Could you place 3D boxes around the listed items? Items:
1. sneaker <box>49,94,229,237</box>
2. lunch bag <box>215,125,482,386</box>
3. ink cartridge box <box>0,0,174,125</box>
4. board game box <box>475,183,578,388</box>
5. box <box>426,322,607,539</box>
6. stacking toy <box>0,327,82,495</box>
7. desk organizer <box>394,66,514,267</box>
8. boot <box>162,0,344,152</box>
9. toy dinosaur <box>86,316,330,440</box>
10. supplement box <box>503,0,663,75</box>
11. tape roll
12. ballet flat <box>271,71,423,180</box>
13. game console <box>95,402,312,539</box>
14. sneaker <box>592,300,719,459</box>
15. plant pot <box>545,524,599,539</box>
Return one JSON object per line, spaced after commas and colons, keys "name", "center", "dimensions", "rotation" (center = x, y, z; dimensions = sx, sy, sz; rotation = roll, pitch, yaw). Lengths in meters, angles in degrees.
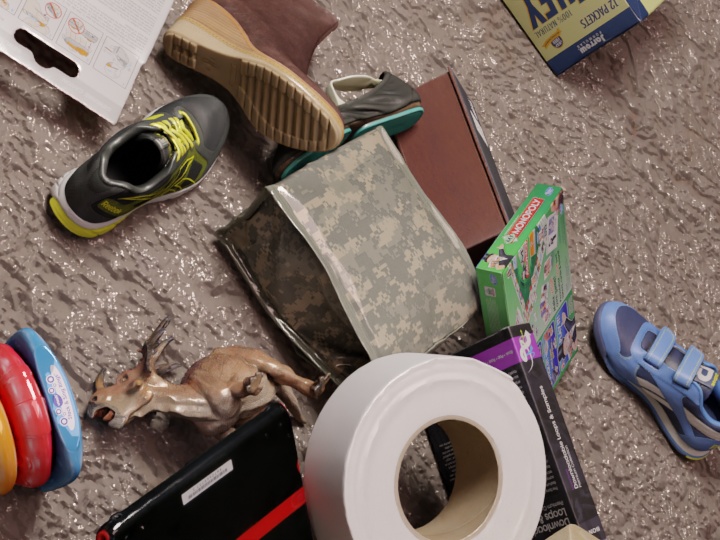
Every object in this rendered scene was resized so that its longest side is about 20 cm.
{"name": "sneaker", "center": [-0.167, -0.095, 1.252], "dimensions": [0.075, 0.084, 0.200], "rotation": [52, 49, -7]}
{"name": "lunch bag", "center": [0.000, 0.000, 1.318], "dimensions": [0.164, 0.117, 0.201], "rotation": [-33, 87, -43]}
{"name": "ink cartridge box", "center": [-0.249, -0.235, 1.282], "dimensions": [0.160, 0.050, 0.201], "rotation": [32, 58, -23]}
{"name": "board game box", "center": [0.160, 0.039, 1.406], "dimensions": [0.135, 0.029, 0.201], "rotation": [-50, 141, -40]}
{"name": "box", "center": [0.127, 0.163, 1.326], "dimensions": [0.036, 0.143, 0.202], "rotation": [-8, 76, -41]}
{"name": "stacking toy", "center": [-0.305, 0.123, 1.050], "dimensions": [0.199, 0.110, 0.117], "rotation": [-16, 83, -30]}
{"name": "desk organizer", "center": [0.093, -0.090, 1.455], "dimensions": [0.072, 0.076, 0.201], "rotation": [48, 21, -56]}
{"name": "boot", "center": [-0.062, -0.199, 1.354], "dimensions": [0.199, 0.073, 0.166], "rotation": [34, 43, 14]}
{"name": "toy dinosaur", "center": [-0.114, 0.091, 1.220], "dimensions": [0.199, 0.135, 0.087], "rotation": [0, 113, -59]}
{"name": "supplement box", "center": [0.252, -0.365, 1.665], "dimensions": [0.201, 0.134, 0.200], "rotation": [52, 48, -6]}
{"name": "tape roll", "center": [0.055, 0.168, 1.226], "dimensions": [0.201, 0.071, 0.205], "rotation": [0, 89, -30]}
{"name": "ballet flat", "center": [-0.025, -0.140, 1.399], "dimensions": [0.199, 0.068, 0.069], "rotation": [-27, 76, -44]}
{"name": "game console", "center": [-0.112, 0.218, 1.134], "dimensions": [0.200, 0.031, 0.178], "rotation": [-34, 123, -42]}
{"name": "sneaker", "center": [0.322, 0.103, 1.545], "dimensions": [0.200, 0.082, 0.074], "rotation": [47, 51, -9]}
{"name": "plant pot", "center": [0.176, 0.327, 1.184], "dimensions": [0.199, 0.178, 0.200], "rotation": [33, 15, -2]}
